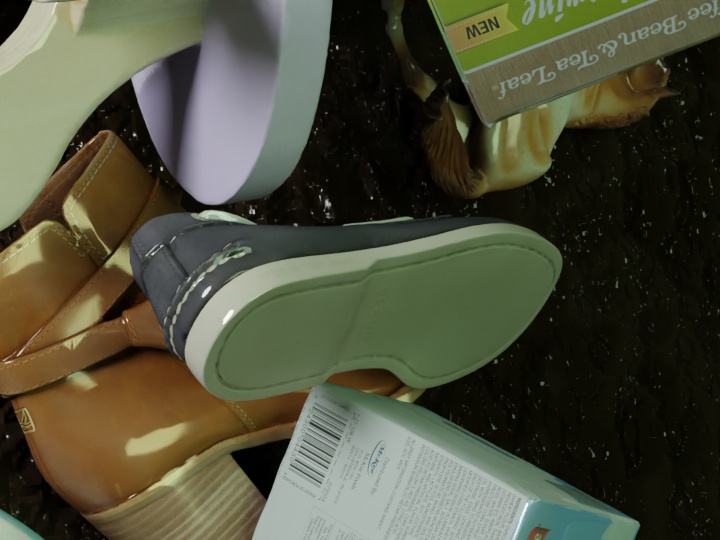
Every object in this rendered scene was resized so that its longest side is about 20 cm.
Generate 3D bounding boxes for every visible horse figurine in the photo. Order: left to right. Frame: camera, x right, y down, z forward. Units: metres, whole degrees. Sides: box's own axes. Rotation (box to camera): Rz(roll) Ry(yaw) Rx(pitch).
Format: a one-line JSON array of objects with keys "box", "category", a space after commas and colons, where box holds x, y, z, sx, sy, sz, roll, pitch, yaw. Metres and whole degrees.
[{"box": [0.070, -0.090, 0.862, 0.200, 0.050, 0.133, -47, 130, -42], "category": "horse figurine"}]

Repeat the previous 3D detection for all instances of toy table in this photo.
[{"box": [-0.091, -0.115, 0.646, 0.117, 0.184, 0.201, -12, 97, -32], "category": "toy table"}]

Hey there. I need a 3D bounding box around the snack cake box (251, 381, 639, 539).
[{"box": [0.004, 0.154, 0.692, 0.067, 0.115, 0.201, 19, 95, -47], "category": "snack cake box"}]

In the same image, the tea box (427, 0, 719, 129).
[{"box": [0.060, -0.196, 0.696, 0.200, 0.133, 0.197, -96, 161, -56], "category": "tea box"}]

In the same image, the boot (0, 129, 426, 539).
[{"box": [-0.052, 0.008, 0.744, 0.155, 0.074, 0.200, 54, 52, -16], "category": "boot"}]

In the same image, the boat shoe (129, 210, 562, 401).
[{"box": [0.000, 0.000, 0.703, 0.200, 0.063, 0.073, -5, 130, -50], "category": "boat shoe"}]

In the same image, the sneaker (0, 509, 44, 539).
[{"box": [-0.192, 0.114, 0.610, 0.200, 0.079, 0.131, 27, 65, -23], "category": "sneaker"}]
